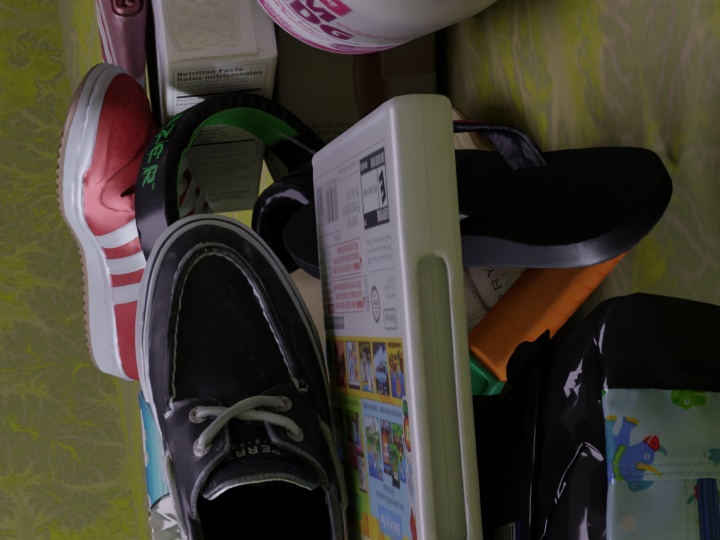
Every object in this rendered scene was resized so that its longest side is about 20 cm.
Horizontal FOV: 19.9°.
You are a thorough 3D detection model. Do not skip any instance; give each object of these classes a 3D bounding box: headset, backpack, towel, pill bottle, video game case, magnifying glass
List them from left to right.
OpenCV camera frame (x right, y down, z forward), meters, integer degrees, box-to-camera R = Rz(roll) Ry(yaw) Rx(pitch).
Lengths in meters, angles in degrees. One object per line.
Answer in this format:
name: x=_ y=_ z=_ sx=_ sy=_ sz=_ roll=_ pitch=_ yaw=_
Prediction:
towel: x=-0.124 y=-0.085 z=1.130 sx=0.144 sy=0.023 sz=0.201 roll=-110 pitch=14 yaw=-54
headset: x=-0.020 y=-0.001 z=0.995 sx=0.094 sy=0.200 sz=0.124 roll=-17 pitch=35 yaw=43
video game case: x=0.011 y=0.042 z=0.701 sx=0.200 sy=0.023 sz=0.184 roll=168 pitch=98 yaw=-81
pill bottle: x=0.015 y=-0.157 z=0.882 sx=0.200 sy=0.112 sz=0.114 roll=-177 pitch=81 yaw=-78
magnifying glass: x=0.035 y=0.052 z=0.802 sx=0.080 sy=0.200 sz=0.022 roll=43 pitch=-171 yaw=13
backpack: x=0.096 y=0.133 z=0.629 sx=0.163 sy=0.152 sz=0.201 roll=121 pitch=161 yaw=-62

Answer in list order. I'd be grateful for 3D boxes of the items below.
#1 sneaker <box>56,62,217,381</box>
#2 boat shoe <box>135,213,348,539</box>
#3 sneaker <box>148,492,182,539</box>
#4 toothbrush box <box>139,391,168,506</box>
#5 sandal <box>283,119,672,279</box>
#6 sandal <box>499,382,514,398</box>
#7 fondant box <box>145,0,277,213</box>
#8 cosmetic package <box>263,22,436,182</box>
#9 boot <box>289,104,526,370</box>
sneaker: x=-0.086 y=-0.012 z=1.032 sx=0.201 sy=0.112 sz=0.071 roll=87 pitch=-153 yaw=-44
boat shoe: x=-0.040 y=0.072 z=0.742 sx=0.068 sy=0.071 sz=0.202 roll=111 pitch=151 yaw=-76
sneaker: x=-0.003 y=0.126 z=0.993 sx=0.077 sy=0.199 sz=0.087 roll=13 pitch=-123 yaw=-65
toothbrush box: x=-0.040 y=0.119 z=1.167 sx=0.200 sy=0.145 sz=0.086 roll=-151 pitch=55 yaw=-74
sandal: x=0.037 y=-0.034 z=0.804 sx=0.199 sy=0.075 sz=0.045 roll=-3 pitch=132 yaw=51
sandal: x=0.070 y=0.073 z=0.877 sx=0.200 sy=0.054 sz=0.082 roll=-89 pitch=24 yaw=-68
fondant box: x=-0.084 y=-0.132 z=1.081 sx=0.200 sy=0.058 sz=0.146 roll=108 pitch=155 yaw=-69
cosmetic package: x=-0.010 y=-0.149 z=1.066 sx=0.103 sy=0.086 sz=0.202 roll=-114 pitch=20 yaw=-66
boot: x=0.000 y=0.000 z=0.919 sx=0.073 sy=0.155 sz=0.200 roll=60 pitch=177 yaw=-27
